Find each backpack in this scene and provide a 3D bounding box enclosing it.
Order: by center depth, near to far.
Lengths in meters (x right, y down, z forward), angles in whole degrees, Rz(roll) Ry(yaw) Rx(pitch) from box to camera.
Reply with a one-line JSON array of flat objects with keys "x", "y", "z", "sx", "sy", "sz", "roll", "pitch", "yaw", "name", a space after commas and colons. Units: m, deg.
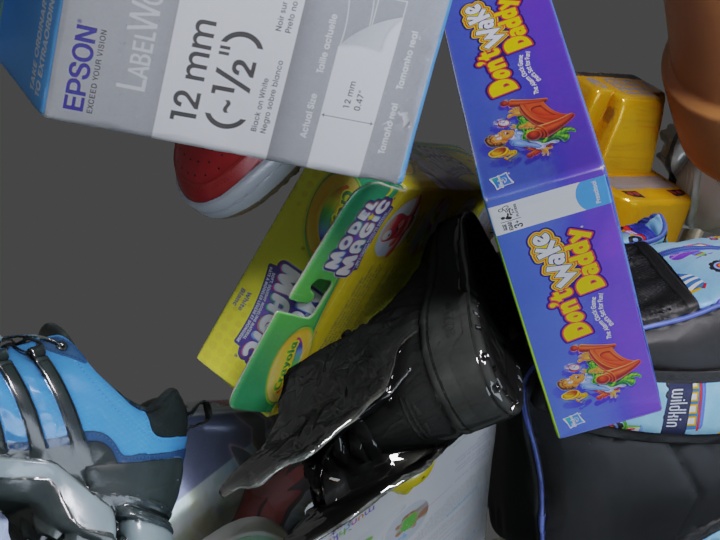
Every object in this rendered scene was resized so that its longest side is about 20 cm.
[{"x": 0.158, "y": 0.062, "z": 0.786, "sx": 0.198, "sy": 0.135, "sz": 0.184, "roll": -17, "pitch": 122, "yaw": -10, "name": "backpack"}]

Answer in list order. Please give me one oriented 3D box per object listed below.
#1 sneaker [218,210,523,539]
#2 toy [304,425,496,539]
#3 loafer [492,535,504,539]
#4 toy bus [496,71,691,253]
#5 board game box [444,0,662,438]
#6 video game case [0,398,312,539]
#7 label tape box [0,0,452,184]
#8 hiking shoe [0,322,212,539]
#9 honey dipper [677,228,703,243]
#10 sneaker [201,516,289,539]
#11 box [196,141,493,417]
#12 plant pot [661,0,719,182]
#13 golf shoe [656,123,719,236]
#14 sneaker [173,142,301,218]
[{"x": 0.010, "y": 0.040, "z": 0.649, "sx": 0.103, "sy": 0.200, "sz": 0.060, "roll": -27, "pitch": 104, "yaw": 13, "name": "sneaker"}, {"x": 0.010, "y": 0.120, "z": 0.763, "sx": 0.115, "sy": 0.047, "sz": 0.201, "roll": -34, "pitch": 152, "yaw": -24, "name": "toy"}, {"x": 0.055, "y": 0.239, "z": 0.995, "sx": 0.199, "sy": 0.070, "sz": 0.070, "roll": -38, "pitch": 138, "yaw": -15, "name": "loafer"}, {"x": 0.116, "y": -0.002, "z": 0.869, "sx": 0.065, "sy": 0.078, "sz": 0.202, "roll": -3, "pitch": 120, "yaw": -41, "name": "toy bus"}, {"x": 0.071, "y": -0.052, "z": 0.670, "sx": 0.044, "sy": 0.201, "sz": 0.135, "roll": -15, "pitch": 133, "yaw": 7, "name": "board game box"}, {"x": -0.101, "y": 0.163, "z": 0.764, "sx": 0.180, "sy": 0.023, "sz": 0.203, "roll": -2, "pitch": 100, "yaw": -29, "name": "video game case"}, {"x": -0.064, "y": -0.121, "z": 0.563, "sx": 0.198, "sy": 0.066, "sz": 0.145, "roll": 9, "pitch": 118, "yaw": -14, "name": "label tape box"}, {"x": -0.159, "y": 0.057, "z": 0.671, "sx": 0.199, "sy": 0.074, "sz": 0.088, "roll": 31, "pitch": 60, "yaw": -31, "name": "hiking shoe"}, {"x": 0.200, "y": -0.028, "z": 0.964, "sx": 0.038, "sy": 0.038, "sz": 0.202, "roll": 4, "pitch": 111, "yaw": -43, "name": "honey dipper"}, {"x": -0.068, "y": 0.212, "z": 0.712, "sx": 0.074, "sy": 0.118, "sz": 0.202, "roll": 35, "pitch": 81, "yaw": -28, "name": "sneaker"}, {"x": 0.000, "y": 0.000, "z": 0.730, "sx": 0.118, "sy": 0.048, "sz": 0.200, "roll": -59, "pitch": 165, "yaw": 13, "name": "box"}, {"x": 0.229, "y": -0.153, "z": 0.792, "sx": 0.199, "sy": 0.200, "sz": 0.141, "roll": -38, "pitch": 122, "yaw": -14, "name": "plant pot"}, {"x": 0.256, "y": -0.057, "z": 0.904, "sx": 0.199, "sy": 0.097, "sz": 0.079, "roll": -25, "pitch": 126, "yaw": -33, "name": "golf shoe"}, {"x": -0.040, "y": -0.125, "z": 0.644, "sx": 0.112, "sy": 0.071, "sz": 0.201, "roll": 29, "pitch": 90, "yaw": -53, "name": "sneaker"}]
